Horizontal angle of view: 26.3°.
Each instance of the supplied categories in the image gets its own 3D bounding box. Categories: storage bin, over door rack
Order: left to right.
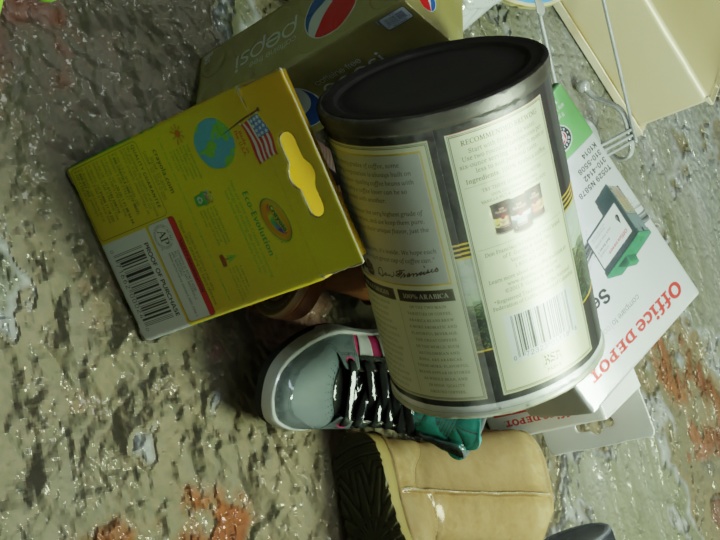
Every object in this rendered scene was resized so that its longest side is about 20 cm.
[{"bbox_3d":[0.201,-0.185,1.446,0.148,0.066,0.201,-28,119,-51],"label":"over door rack"},{"bbox_3d":[0.298,-0.286,1.596,0.200,0.093,0.199,52,42,-22],"label":"storage bin"}]

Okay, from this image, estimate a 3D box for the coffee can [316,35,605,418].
[{"bbox_3d":[0.066,-0.029,0.975,0.146,0.146,0.201,-42,125,-49],"label":"coffee can"}]

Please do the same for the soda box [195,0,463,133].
[{"bbox_3d":[-0.025,-0.150,1.067,0.064,0.199,0.068,34,45,-38],"label":"soda box"}]

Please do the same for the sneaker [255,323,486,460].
[{"bbox_3d":[0.029,0.088,1.081,0.199,0.120,0.084,-6,106,-51],"label":"sneaker"}]

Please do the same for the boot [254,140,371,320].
[{"bbox_3d":[0.000,0.000,1.110,0.155,0.074,0.201,43,31,-24],"label":"boot"}]

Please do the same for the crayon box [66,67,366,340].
[{"bbox_3d":[-0.081,-0.041,0.958,0.051,0.199,0.128,-31,100,-49],"label":"crayon box"}]

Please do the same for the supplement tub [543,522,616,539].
[{"bbox_3d":[0.201,0.308,1.238,0.107,0.107,0.201,-25,95,-51],"label":"supplement tub"}]

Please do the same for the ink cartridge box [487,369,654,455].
[{"bbox_3d":[0.147,0.066,1.256,0.067,0.117,0.201,-31,99,-49],"label":"ink cartridge box"}]

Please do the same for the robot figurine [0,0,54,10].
[{"bbox_3d":[-0.254,-0.201,0.880,0.175,0.115,0.201,31,53,-41],"label":"robot figurine"}]

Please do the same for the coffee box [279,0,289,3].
[{"bbox_3d":[-0.013,-0.307,1.161,0.113,0.079,0.201,-37,141,-51],"label":"coffee box"}]

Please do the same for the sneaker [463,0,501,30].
[{"bbox_3d":[0.108,-0.263,1.327,0.200,0.099,0.078,-40,100,-27],"label":"sneaker"}]

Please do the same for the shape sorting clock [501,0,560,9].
[{"bbox_3d":[0.134,-0.337,1.442,0.199,0.039,0.201,17,61,-34],"label":"shape sorting clock"}]

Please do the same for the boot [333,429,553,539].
[{"bbox_3d":[0.076,0.200,1.157,0.199,0.066,0.176,10,68,-47],"label":"boot"}]

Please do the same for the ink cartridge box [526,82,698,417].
[{"bbox_3d":[0.138,-0.012,1.139,0.146,0.084,0.200,-44,105,-26],"label":"ink cartridge box"}]
